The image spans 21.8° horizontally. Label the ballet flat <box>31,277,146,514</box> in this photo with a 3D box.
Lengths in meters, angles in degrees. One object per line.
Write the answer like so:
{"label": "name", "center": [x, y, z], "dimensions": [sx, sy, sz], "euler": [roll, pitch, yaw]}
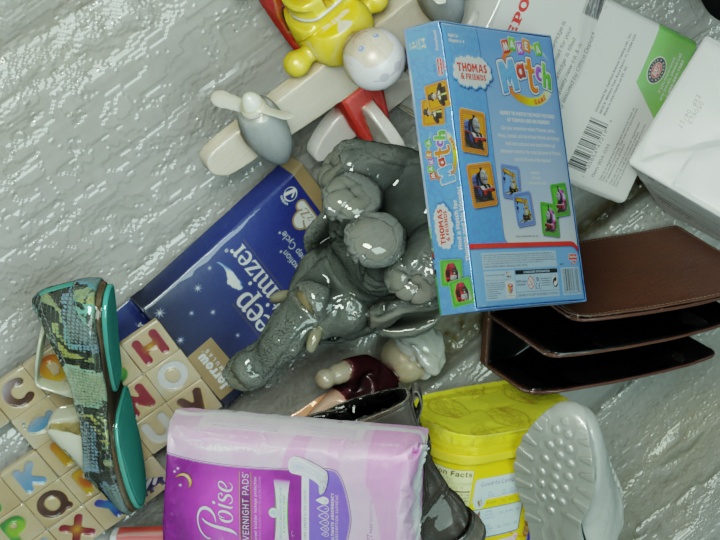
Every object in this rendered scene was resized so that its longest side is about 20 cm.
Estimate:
{"label": "ballet flat", "center": [-0.202, 0.092, 1.371], "dimensions": [0.074, 0.074, 0.200], "euler": [-17, 120, -23]}

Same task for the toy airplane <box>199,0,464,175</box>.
{"label": "toy airplane", "center": [-0.010, -0.154, 1.353], "dimensions": [0.199, 0.141, 0.200], "euler": [5, 107, -32]}

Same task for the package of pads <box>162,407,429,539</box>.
{"label": "package of pads", "center": [-0.047, 0.170, 1.398], "dimensions": [0.200, 0.076, 0.121], "euler": [4, 102, 11]}

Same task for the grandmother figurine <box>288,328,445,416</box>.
{"label": "grandmother figurine", "center": [-0.011, 0.110, 1.520], "dimensions": [0.200, 0.061, 0.121], "euler": [-39, 152, -14]}

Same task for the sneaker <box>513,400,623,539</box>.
{"label": "sneaker", "center": [0.182, 0.180, 1.556], "dimensions": [0.080, 0.076, 0.200], "euler": [-37, 137, -36]}

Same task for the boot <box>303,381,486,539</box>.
{"label": "boot", "center": [-0.011, 0.181, 1.483], "dimensions": [0.200, 0.069, 0.174], "euler": [-28, 121, 9]}

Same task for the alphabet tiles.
{"label": "alphabet tiles", "center": [-0.211, 0.127, 1.419], "dimensions": [0.200, 0.008, 0.167], "euler": [-35, 124, -2]}

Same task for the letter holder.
{"label": "letter holder", "center": [0.224, 0.043, 1.572], "dimensions": [0.200, 0.142, 0.101], "euler": [-9, 115, -27]}

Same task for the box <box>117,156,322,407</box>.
{"label": "box", "center": [-0.092, 0.020, 1.447], "dimensions": [0.200, 0.032, 0.121], "euler": [-42, 125, -7]}

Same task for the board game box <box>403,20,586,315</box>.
{"label": "board game box", "center": [0.098, -0.072, 1.330], "dimensions": [0.151, 0.037, 0.200], "euler": [-3, 85, -53]}

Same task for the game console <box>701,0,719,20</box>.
{"label": "game console", "center": [0.273, -0.217, 1.456], "dimensions": [0.118, 0.200, 0.171], "euler": [-37, 124, -10]}

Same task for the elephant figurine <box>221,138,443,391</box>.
{"label": "elephant figurine", "center": [0.000, 0.000, 1.391], "dimensions": [0.155, 0.142, 0.200], "euler": [14, 140, -13]}

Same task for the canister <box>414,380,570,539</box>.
{"label": "canister", "center": [0.100, 0.206, 1.601], "dimensions": [0.148, 0.087, 0.200], "euler": [-7, 115, -35]}

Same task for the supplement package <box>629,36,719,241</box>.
{"label": "supplement package", "center": [0.312, -0.090, 1.525], "dimensions": [0.121, 0.120, 0.200], "euler": [-59, 162, 2]}

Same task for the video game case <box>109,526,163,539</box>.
{"label": "video game case", "center": [-0.091, 0.265, 1.492], "dimensions": [0.200, 0.017, 0.143], "euler": [-3, 116, 9]}

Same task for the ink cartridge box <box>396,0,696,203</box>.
{"label": "ink cartridge box", "center": [0.147, -0.156, 1.478], "dimensions": [0.200, 0.084, 0.146], "euler": [19, 99, -35]}
